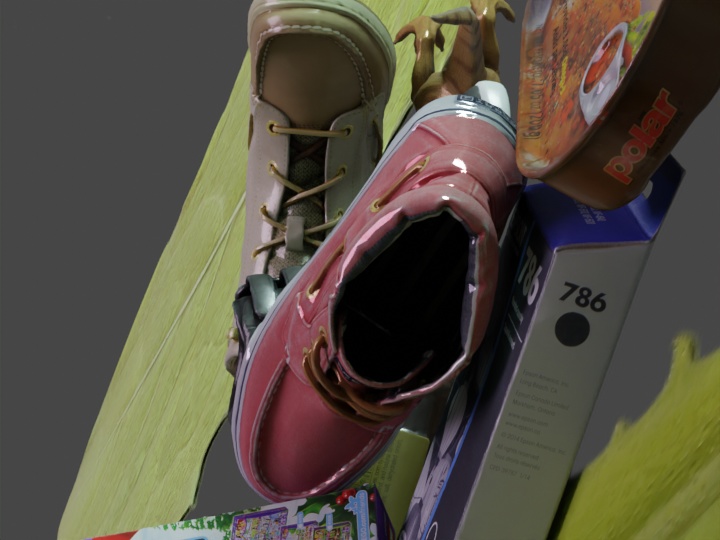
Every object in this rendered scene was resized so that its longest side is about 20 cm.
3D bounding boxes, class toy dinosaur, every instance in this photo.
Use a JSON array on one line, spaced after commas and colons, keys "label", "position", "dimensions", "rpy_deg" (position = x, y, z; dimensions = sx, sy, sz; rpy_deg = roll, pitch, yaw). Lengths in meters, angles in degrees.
[{"label": "toy dinosaur", "position": [0.050, -0.091, 1.321], "dimensions": [0.201, 0.060, 0.107], "rpy_deg": [96, 174, -51]}]

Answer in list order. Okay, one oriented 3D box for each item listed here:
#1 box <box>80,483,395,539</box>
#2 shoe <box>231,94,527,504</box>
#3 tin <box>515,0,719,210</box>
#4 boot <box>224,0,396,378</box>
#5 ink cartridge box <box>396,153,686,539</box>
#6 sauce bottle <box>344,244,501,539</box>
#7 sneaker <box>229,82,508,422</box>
[{"label": "box", "position": [-0.050, 0.185, 1.058], "dimensions": [0.039, 0.136, 0.201], "rpy_deg": [68, -165, -49]}, {"label": "shoe", "position": [-0.001, 0.030, 1.059], "dimensions": [0.201, 0.071, 0.091], "rpy_deg": [-59, 4, 29]}, {"label": "tin", "position": [0.102, -0.100, 1.011], "dimensions": [0.112, 0.042, 0.200], "rpy_deg": [-59, 13, 32]}, {"label": "boot", "position": [-0.028, -0.030, 1.332], "dimensions": [0.200, 0.072, 0.156], "rpy_deg": [86, -168, -62]}, {"label": "ink cartridge box", "position": [0.064, 0.039, 1.039], "dimensions": [0.099, 0.039, 0.201], "rpy_deg": [-108, 37, -75]}, {"label": "sauce bottle", "position": [0.017, 0.080, 1.164], "dimensions": [0.065, 0.064, 0.201], "rpy_deg": [149, 139, -76]}, {"label": "sneaker", "position": [0.000, 0.000, 1.245], "dimensions": [0.071, 0.099, 0.201], "rpy_deg": [-141, 70, -82]}]
